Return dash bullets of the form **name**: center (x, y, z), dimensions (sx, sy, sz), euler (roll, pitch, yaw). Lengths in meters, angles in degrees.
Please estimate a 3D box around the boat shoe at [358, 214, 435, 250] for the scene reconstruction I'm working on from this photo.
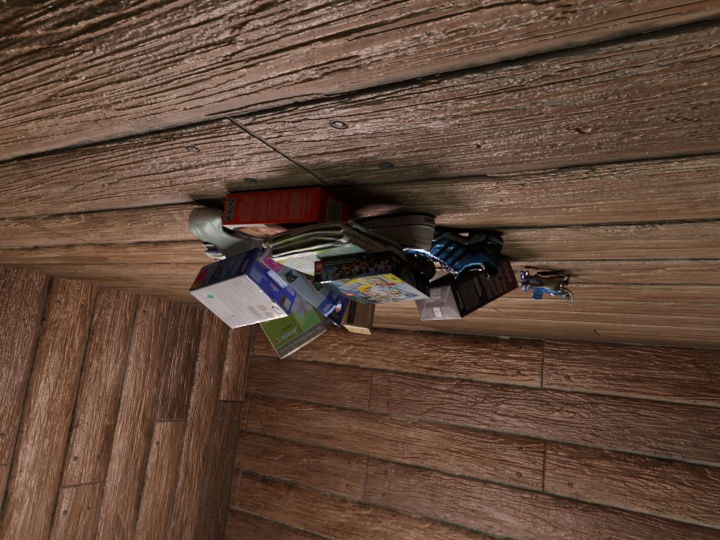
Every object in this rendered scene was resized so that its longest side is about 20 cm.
- **boat shoe**: center (0.055, -0.057, 0.997), dimensions (0.198, 0.067, 0.071), euler (-3, 167, 42)

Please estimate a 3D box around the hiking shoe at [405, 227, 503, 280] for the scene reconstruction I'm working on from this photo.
- **hiking shoe**: center (0.167, -0.030, 1.013), dimensions (0.197, 0.088, 0.074), euler (3, 169, 20)

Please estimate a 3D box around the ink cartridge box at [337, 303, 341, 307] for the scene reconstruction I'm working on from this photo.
- **ink cartridge box**: center (-0.136, 0.070, 1.739), dimensions (0.143, 0.086, 0.198), euler (15, 168, -40)

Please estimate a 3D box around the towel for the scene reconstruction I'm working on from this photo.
- **towel**: center (-0.037, -0.030, 0.909), dimensions (0.169, 0.049, 0.199), euler (-8, 162, 31)

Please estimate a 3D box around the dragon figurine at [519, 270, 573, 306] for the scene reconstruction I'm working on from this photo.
- **dragon figurine**: center (0.446, 0.039, 1.284), dimensions (0.098, 0.060, 0.199), euler (-1, 166, 36)

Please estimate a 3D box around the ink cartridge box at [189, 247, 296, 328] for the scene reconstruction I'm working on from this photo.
- **ink cartridge box**: center (-0.222, 0.037, 1.080), dimensions (0.198, 0.077, 0.137), euler (-13, 134, 33)

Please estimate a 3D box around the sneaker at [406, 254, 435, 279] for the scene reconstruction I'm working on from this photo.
- **sneaker**: center (0.108, 0.012, 1.254), dimensions (0.199, 0.071, 0.098), euler (-3, 138, 48)

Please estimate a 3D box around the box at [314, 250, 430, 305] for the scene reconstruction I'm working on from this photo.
- **box**: center (0.026, 0.018, 0.915), dimensions (0.134, 0.038, 0.200), euler (-7, 164, 23)

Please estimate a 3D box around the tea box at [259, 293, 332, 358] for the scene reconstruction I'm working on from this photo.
- **tea box**: center (-0.164, 0.075, 1.278), dimensions (0.133, 0.198, 0.200), euler (-32, 180, 7)

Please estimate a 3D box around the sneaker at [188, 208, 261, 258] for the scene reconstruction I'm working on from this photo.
- **sneaker**: center (-0.246, -0.068, 1.074), dimensions (0.087, 0.077, 0.200), euler (-3, 164, 26)

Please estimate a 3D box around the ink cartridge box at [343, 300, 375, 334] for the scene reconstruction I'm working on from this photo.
- **ink cartridge box**: center (0.005, 0.092, 1.545), dimensions (0.074, 0.168, 0.200), euler (7, 169, 5)

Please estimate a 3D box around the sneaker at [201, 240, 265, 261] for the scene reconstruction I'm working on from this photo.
- **sneaker**: center (-0.319, -0.050, 1.267), dimensions (0.145, 0.082, 0.198), euler (26, 163, -39)

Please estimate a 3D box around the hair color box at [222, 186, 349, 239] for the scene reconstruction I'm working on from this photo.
- **hair color box**: center (-0.129, -0.095, 0.925), dimensions (0.197, 0.062, 0.101), euler (1, 168, 29)

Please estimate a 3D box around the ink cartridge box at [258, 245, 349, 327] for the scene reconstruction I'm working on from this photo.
- **ink cartridge box**: center (-0.094, 0.008, 1.034), dimensions (0.200, 0.042, 0.120), euler (43, -155, -11)

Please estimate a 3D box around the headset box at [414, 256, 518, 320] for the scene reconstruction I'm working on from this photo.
- **headset box**: center (0.237, 0.038, 1.189), dimensions (0.198, 0.076, 0.148), euler (-23, -176, -27)

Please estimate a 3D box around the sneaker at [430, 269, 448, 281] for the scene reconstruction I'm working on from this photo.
- **sneaker**: center (0.274, 0.036, 1.369), dimensions (0.197, 0.077, 0.088), euler (2, -179, 16)
